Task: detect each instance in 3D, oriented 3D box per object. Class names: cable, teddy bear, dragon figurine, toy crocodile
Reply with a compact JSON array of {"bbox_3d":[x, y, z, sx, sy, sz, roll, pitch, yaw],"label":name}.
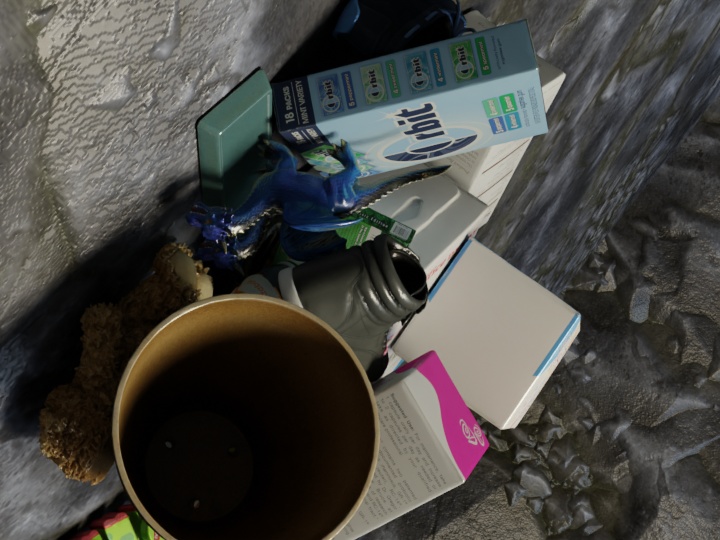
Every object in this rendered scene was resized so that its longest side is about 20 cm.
[{"bbox_3d":[-0.099,0.023,1.062,0.097,0.050,0.200,-33,165,-50],"label":"cable"},{"bbox_3d":[-0.184,0.066,0.942,0.201,0.067,0.145,-61,169,5],"label":"teddy bear"},{"bbox_3d":[-0.031,-0.043,0.910,0.059,0.199,0.100,108,-17,-57],"label":"dragon figurine"},{"bbox_3d":[-0.250,0.270,1.202,0.067,0.062,0.200,-17,-172,44],"label":"toy crocodile"}]

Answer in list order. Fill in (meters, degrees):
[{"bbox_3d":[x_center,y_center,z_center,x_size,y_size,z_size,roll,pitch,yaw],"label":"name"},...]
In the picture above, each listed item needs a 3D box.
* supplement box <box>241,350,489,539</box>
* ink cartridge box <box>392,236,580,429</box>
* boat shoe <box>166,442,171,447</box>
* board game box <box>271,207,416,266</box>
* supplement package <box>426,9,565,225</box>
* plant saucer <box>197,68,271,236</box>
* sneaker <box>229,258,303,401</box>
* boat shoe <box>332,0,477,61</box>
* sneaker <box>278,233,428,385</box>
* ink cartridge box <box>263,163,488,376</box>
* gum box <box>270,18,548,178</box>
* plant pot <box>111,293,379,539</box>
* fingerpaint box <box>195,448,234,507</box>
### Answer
[{"bbox_3d":[-0.005,0.165,1.032,0.199,0.104,0.101,-33,179,22],"label":"supplement box"},{"bbox_3d":[0.129,0.067,1.166,0.129,0.125,0.200,-55,167,1],"label":"ink cartridge box"},{"bbox_3d":[-0.171,0.156,1.180,0.063,0.071,0.200,-22,-177,19],"label":"boat shoe"},{"bbox_3d":[-0.030,0.017,1.041,0.023,0.104,0.200,-58,174,-45],"label":"board game box"},{"bbox_3d":[0.092,-0.130,1.183,0.117,0.117,0.201,-36,159,-46],"label":"supplement package"},{"bbox_3d":[-0.095,-0.075,0.949,0.070,0.019,0.200,-45,163,-24],"label":"plant saucer"},{"bbox_3d":[-0.098,0.077,1.023,0.079,0.078,0.201,-19,139,-40],"label":"sneaker"},{"bbox_3d":[0.044,-0.187,1.003,0.200,0.069,0.084,-27,152,-57],"label":"boat shoe"},{"bbox_3d":[0.016,0.036,0.952,0.099,0.071,0.200,-20,153,10],"label":"sneaker"},{"bbox_3d":[0.000,0.000,1.144,0.147,0.146,0.201,-42,162,-43],"label":"ink cartridge box"},{"bbox_3d":[0.047,-0.130,0.969,0.199,0.045,0.170,-14,169,10],"label":"gum box"},{"bbox_3d":[-0.103,0.135,0.903,0.186,0.186,0.200,-45,180,-25],"label":"plant pot"},{"bbox_3d":[-0.103,0.208,1.280,0.200,0.073,0.167,-55,-163,-24],"label":"fingerpaint box"}]
